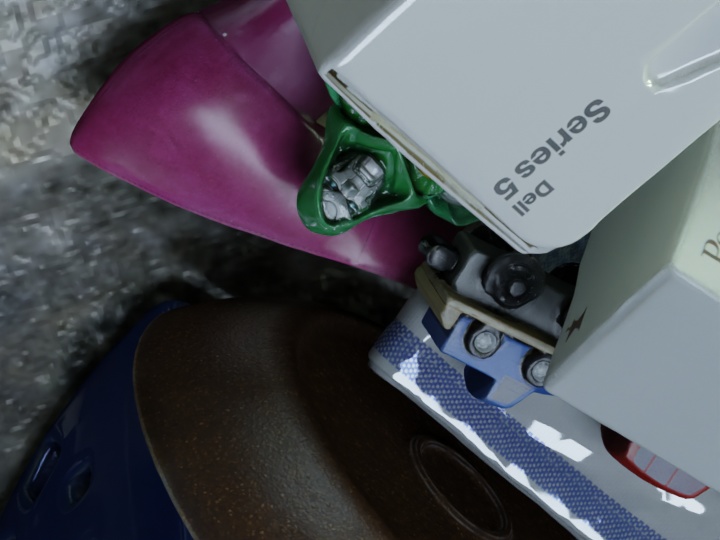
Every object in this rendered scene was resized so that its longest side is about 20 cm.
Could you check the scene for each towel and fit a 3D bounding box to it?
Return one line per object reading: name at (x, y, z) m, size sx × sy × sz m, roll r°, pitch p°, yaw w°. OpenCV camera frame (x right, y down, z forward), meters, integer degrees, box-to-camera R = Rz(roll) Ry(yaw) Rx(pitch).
towel at (0.110, -0.007, 0.781) m, size 0.147 × 0.024 × 0.200 m, roll 38°, pitch 90°, yaw -23°

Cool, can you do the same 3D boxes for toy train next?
toy train at (0.095, 0.043, 0.759) m, size 0.200 × 0.034 × 0.046 m, roll 28°, pitch 104°, yaw -22°

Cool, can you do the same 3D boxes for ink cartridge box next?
ink cartridge box at (0.043, -0.123, 0.631) m, size 0.145 × 0.200 × 0.084 m, roll -41°, pitch 127°, yaw 14°

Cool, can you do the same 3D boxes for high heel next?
high heel at (0.000, 0.000, 0.789) m, size 0.096 × 0.067 × 0.200 m, roll -36°, pitch 124°, yaw -2°

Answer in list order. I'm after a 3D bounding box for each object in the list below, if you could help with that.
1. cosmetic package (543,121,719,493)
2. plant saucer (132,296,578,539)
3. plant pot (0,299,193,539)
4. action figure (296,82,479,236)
cosmetic package at (0.160, 0.029, 0.711) m, size 0.200 × 0.102 × 0.071 m, roll 30°, pitch 142°, yaw -9°
plant saucer at (0.019, 0.075, 0.771) m, size 0.200 × 0.201 × 0.037 m, roll 32°, pitch 112°, yaw -34°
plant pot at (-0.038, 0.163, 0.828) m, size 0.200 × 0.200 × 0.180 m, roll 32°, pitch 118°, yaw -33°
action figure at (0.056, -0.082, 0.722) m, size 0.118 × 0.055 × 0.200 m, roll 44°, pitch 94°, yaw -3°
